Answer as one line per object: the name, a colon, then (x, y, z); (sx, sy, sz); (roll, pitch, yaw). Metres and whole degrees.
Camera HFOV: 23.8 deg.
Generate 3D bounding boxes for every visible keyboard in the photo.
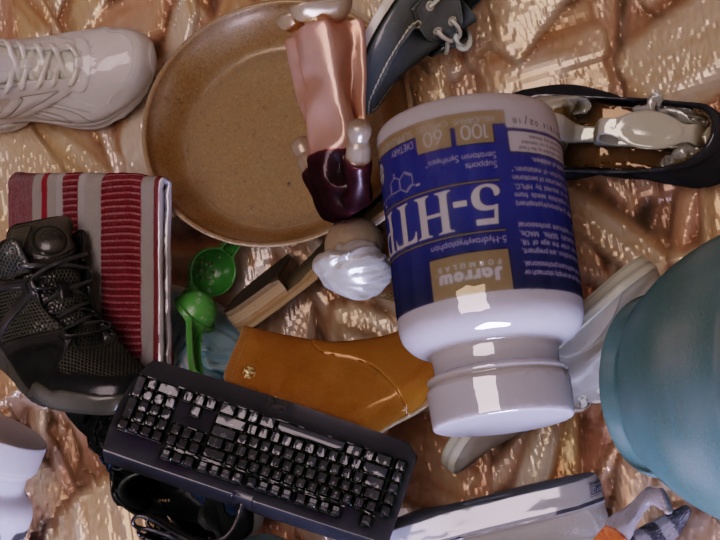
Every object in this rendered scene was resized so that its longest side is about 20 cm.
keyboard: (-0.074, 0.142, 1.120); (0.200, 0.021, 0.127); (17, 74, 7)

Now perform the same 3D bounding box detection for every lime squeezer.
lime squeezer: (-0.103, 0.015, 1.244); (0.071, 0.038, 0.200); (-12, 40, 33)

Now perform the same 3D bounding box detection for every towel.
towel: (-0.203, -0.002, 1.283); (0.200, 0.023, 0.144); (4, 95, 46)

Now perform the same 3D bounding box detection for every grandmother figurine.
grandmother figurine: (-0.014, -0.079, 1.148); (0.061, 0.121, 0.200); (-9, 89, -10)

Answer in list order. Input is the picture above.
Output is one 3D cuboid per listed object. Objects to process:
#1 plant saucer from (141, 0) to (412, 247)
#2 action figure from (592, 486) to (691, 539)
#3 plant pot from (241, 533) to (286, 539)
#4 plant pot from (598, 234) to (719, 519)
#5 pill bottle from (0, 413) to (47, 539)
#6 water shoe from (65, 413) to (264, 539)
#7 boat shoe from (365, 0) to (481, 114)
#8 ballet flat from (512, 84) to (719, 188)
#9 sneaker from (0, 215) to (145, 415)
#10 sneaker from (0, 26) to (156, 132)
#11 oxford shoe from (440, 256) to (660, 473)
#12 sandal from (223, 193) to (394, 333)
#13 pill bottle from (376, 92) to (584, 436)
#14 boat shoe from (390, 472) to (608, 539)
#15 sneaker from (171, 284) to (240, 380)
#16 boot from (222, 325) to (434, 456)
plant saucer: (-0.059, -0.103, 1.249); (0.200, 0.035, 0.200); (-4, 68, 9)
action figure: (0.143, 0.236, 1.102); (0.193, 0.200, 0.105); (-26, 34, 14)
plant pot: (-0.063, 0.260, 1.161); (0.200, 0.200, 0.135); (25, 72, 24)
plant pot: (0.233, 0.067, 1.052); (0.134, 0.200, 0.200); (-7, 80, 45)
pill bottle: (-0.320, 0.208, 1.308); (0.116, 0.116, 0.200); (25, 93, 24)
water shoe: (-0.159, 0.133, 1.257); (0.200, 0.079, 0.072); (31, 117, 24)
boat shoe: (0.058, -0.186, 1.203); (0.062, 0.073, 0.200); (34, 83, 9)
ballet flat: (0.159, -0.094, 1.159); (0.200, 0.073, 0.073); (7, 87, 25)
sneaker: (-0.215, 0.031, 1.226); (0.199, 0.076, 0.114); (29, 119, 47)
sneaker: (-0.256, -0.150, 1.331); (0.200, 0.099, 0.078); (-10, 80, 22)
oxford shoe: (0.134, 0.075, 1.150); (0.200, 0.075, 0.058); (-43, 81, 12)
sandal: (0.001, -0.002, 1.231); (0.212, 0.078, 0.070); (-34, 103, 24)
pill bottle: (0.079, -0.001, 1.086); (0.120, 0.120, 0.200); (-13, 74, 22)
boat shoe: (0.076, 0.201, 1.165); (0.202, 0.075, 0.086); (-16, 87, 14)
sneaker: (-0.114, 0.070, 1.252); (0.200, 0.082, 0.074); (35, 97, 23)
boot: (-0.013, 0.064, 1.176); (0.144, 0.071, 0.201); (26, 78, 2)
